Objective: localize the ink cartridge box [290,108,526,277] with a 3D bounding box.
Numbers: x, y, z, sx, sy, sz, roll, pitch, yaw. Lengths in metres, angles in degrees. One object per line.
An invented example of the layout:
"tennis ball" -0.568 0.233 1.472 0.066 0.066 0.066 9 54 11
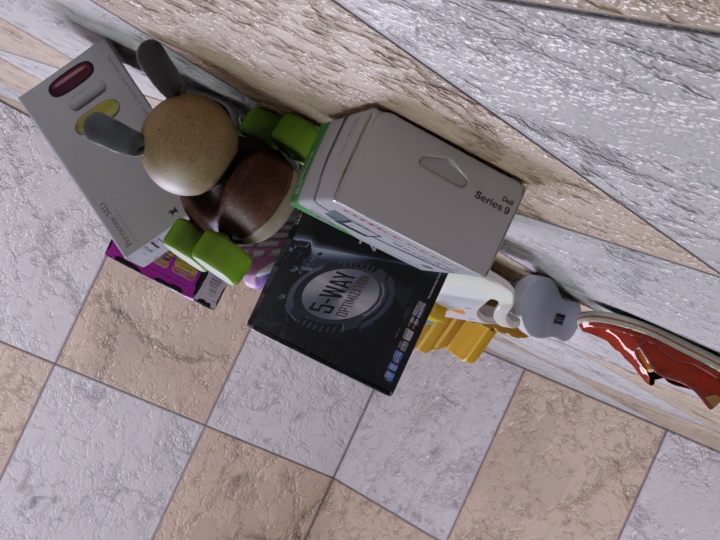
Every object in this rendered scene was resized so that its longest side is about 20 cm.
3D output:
"ink cartridge box" 0.033 -0.063 1.281 0.145 0.085 0.200 26 176 -11

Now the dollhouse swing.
"dollhouse swing" 0.094 0.070 1.959 0.198 0.183 0.177 19 -149 -25

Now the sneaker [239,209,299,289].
"sneaker" -0.054 -0.025 1.614 0.080 0.200 0.089 8 123 32

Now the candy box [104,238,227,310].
"candy box" -0.186 -0.075 1.751 0.135 0.202 0.061 25 177 25

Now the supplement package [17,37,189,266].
"supplement package" -0.250 -0.120 1.622 0.201 0.110 0.156 55 177 2

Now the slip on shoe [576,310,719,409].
"slip on shoe" 0.331 0.097 1.744 0.199 0.062 0.074 26 179 26

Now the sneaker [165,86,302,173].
"sneaker" -0.121 -0.124 1.574 0.198 0.075 0.082 26 178 2

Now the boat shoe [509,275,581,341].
"boat shoe" 0.203 0.038 1.809 0.066 0.071 0.200 22 -177 27

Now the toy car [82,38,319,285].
"toy car" -0.160 -0.114 1.435 0.200 0.165 0.157 38 171 -27

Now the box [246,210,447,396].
"box" 0.000 0.000 1.520 0.159 0.202 0.044 27 176 -11

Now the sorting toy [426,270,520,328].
"sorting toy" 0.091 0.014 1.686 0.178 0.108 0.200 19 165 16
